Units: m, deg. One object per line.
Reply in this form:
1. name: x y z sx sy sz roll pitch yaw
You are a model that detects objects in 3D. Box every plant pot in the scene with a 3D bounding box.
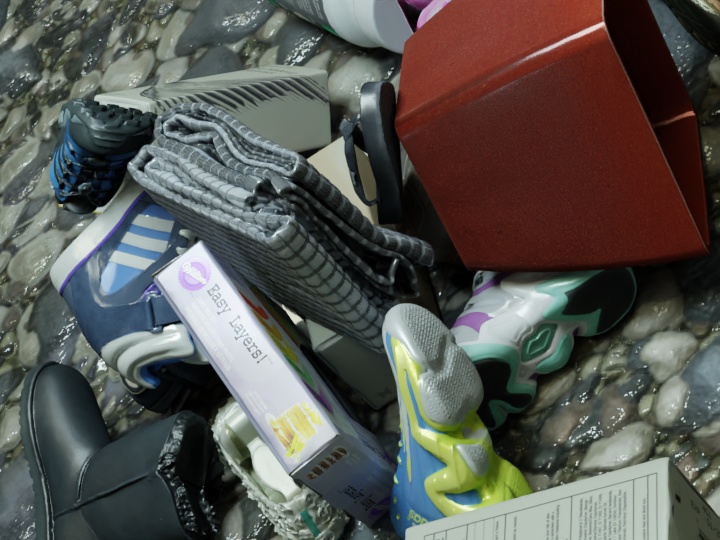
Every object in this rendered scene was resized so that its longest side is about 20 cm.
1. plant pot: 0.132 -0.112 1.631 0.175 0.201 0.200 -20 30 18

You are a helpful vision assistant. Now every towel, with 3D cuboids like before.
1. towel: -0.056 -0.039 1.651 0.199 0.166 0.086 24 75 50

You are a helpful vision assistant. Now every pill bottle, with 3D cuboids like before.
1. pill bottle: -0.007 -0.263 1.989 0.113 0.113 0.200 -49 39 -7

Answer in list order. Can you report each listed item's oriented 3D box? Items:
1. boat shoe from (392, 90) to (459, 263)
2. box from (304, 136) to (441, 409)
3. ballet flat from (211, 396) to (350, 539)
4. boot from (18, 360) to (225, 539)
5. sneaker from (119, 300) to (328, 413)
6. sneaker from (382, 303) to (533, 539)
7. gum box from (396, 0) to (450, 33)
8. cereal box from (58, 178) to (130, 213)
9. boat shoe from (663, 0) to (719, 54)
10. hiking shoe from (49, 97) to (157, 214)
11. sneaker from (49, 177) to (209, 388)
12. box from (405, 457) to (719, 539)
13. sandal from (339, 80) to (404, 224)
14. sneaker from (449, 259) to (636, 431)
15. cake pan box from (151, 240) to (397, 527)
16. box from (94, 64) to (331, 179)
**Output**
1. boat shoe: 0.064 -0.074 1.789 0.076 0.071 0.201 -59 25 30
2. box: 0.000 0.000 1.772 0.077 0.095 0.201 -32 42 15
3. ballet flat: -0.069 0.139 1.731 0.072 0.072 0.200 -44 39 0
4. boot: -0.185 0.143 1.789 0.167 0.076 0.202 -26 58 31
5. sneaker: -0.110 0.068 1.824 0.202 0.077 0.147 33 89 41
6. sneaker: 0.045 0.129 1.583 0.105 0.075 0.201 -33 76 32
7. gum box: 0.093 -0.178 1.832 0.066 0.114 0.201 -34 41 10
8. cereal box: -0.141 -0.067 1.920 0.199 0.143 0.040 8 101 43
9. boat shoe: 0.261 -0.243 1.779 0.074 0.076 0.200 -37 41 2
10. hiking shoe: -0.201 -0.085 1.753 0.200 0.074 0.088 -172 92 -80
11. sneaker: -0.137 -0.002 1.770 0.200 0.081 0.147 -43 78 14
12. box: 0.134 0.221 1.453 0.199 0.109 0.129 -19 46 28
13. sandal: 0.008 -0.077 1.656 0.042 0.200 0.077 -3 71 2
14. sneaker: 0.097 0.032 1.684 0.199 0.078 0.140 -35 38 -4
15. cake pan box: -0.053 0.085 1.626 0.052 0.200 0.185 -36 65 4
16. box: -0.123 -0.126 1.912 0.199 0.069 0.082 -16 18 -42
